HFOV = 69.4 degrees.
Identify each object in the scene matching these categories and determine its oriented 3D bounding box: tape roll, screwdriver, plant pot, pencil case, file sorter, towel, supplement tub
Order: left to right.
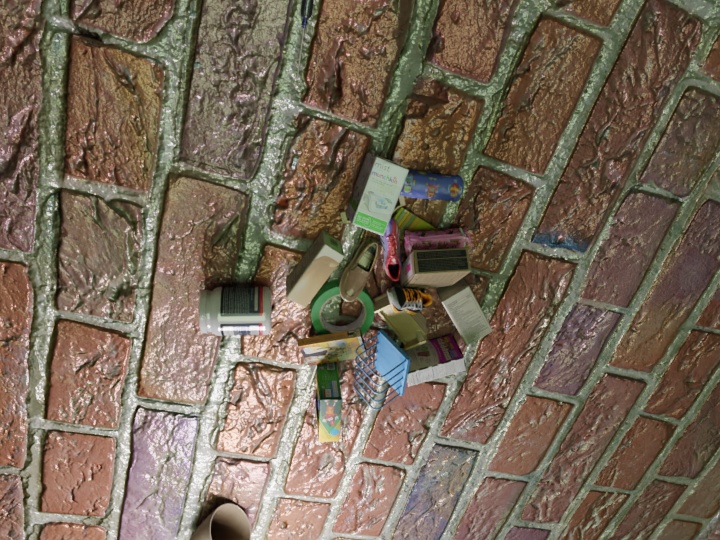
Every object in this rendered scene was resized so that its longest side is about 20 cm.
[{"bbox_3d":[-0.538,0.987,1.913,0.199,0.188,0.187,-34,118,25],"label":"plant pot"},{"bbox_3d":[-0.358,0.118,1.510,0.197,0.141,0.142,0,117,-10],"label":"supplement tub"},{"bbox_3d":[-0.142,-0.570,1.260,0.029,0.028,0.203,-3,117,-41],"label":"screwdriver"},{"bbox_3d":[-0.056,0.126,1.617,0.197,0.048,0.203,-4,117,-8],"label":"tape roll"},{"bbox_3d":[0.058,0.317,1.628,0.122,0.139,0.202,-29,143,-28],"label":"file sorter"},{"bbox_3d":[0.174,-0.111,1.556,0.198,0.018,0.086,29,114,-22],"label":"towel"},{"bbox_3d":[0.188,-0.239,1.454,0.197,0.087,0.079,4,120,-11],"label":"pencil case"},{"bbox_3d":[0.222,-0.084,1.521,0.197,0.083,0.088,-5,123,-4],"label":"pencil case"}]

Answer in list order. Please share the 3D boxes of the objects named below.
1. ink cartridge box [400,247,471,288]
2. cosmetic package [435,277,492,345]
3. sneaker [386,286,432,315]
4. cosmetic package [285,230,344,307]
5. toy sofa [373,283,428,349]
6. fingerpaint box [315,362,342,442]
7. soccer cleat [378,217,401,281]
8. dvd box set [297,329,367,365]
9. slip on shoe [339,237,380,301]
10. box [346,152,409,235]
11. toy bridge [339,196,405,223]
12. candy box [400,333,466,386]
[{"bbox_3d":[0.212,-0.004,1.516,0.162,0.200,0.076,-2,77,-8],"label":"ink cartridge box"},{"bbox_3d":[0.331,0.125,1.660,0.102,0.088,0.201,-28,119,7],"label":"cosmetic package"},{"bbox_3d":[0.145,0.082,1.552,0.077,0.079,0.199,-23,160,28],"label":"sneaker"},{"bbox_3d":[-0.135,-0.004,1.508,0.071,0.106,0.201,31,110,-22],"label":"cosmetic package"},{"bbox_3d":[0.129,0.146,1.646,0.082,0.098,0.200,-26,121,25],"label":"toy sofa"},{"bbox_3d":[-0.106,0.414,1.668,0.072,0.201,0.169,0,117,-8],"label":"fingerpaint box"},{"bbox_3d":[0.091,-0.063,1.519,0.066,0.077,0.202,-11,126,-3],"label":"soccer cleat"},{"bbox_3d":[-0.085,0.244,1.635,0.197,0.030,0.147,-9,145,3],"label":"dvd box set"},{"bbox_3d":[0.000,0.000,1.525,0.075,0.061,0.202,30,92,-14],"label":"slip on shoe"},{"bbox_3d":[0.036,-0.206,1.362,0.095,0.200,0.179,19,101,-10],"label":"box"},{"bbox_3d":[0.035,-0.167,1.497,0.197,0.027,0.068,-17,119,0],"label":"toy bridge"},{"bbox_3d":[0.229,0.291,1.699,0.197,0.137,0.062,-14,118,-1],"label":"candy box"}]
